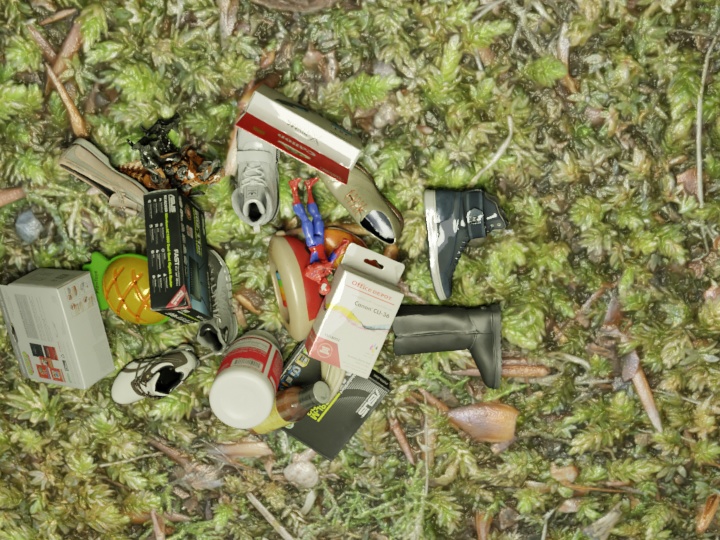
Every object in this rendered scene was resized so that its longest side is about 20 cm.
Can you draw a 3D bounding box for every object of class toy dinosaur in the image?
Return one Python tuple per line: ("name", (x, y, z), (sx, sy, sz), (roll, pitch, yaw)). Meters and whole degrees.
("toy dinosaur", (-0.334, -0.178, 1.410), (0.198, 0.103, 0.137), (-14, 125, 3))

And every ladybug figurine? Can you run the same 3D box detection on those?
("ladybug figurine", (-0.112, 0.024, 1.462), (0.071, 0.136, 0.202), (-16, 108, -16))

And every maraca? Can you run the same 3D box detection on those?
("maraca", (-0.417, 0.031, 1.487), (0.198, 0.107, 0.139), (10, 111, 19))

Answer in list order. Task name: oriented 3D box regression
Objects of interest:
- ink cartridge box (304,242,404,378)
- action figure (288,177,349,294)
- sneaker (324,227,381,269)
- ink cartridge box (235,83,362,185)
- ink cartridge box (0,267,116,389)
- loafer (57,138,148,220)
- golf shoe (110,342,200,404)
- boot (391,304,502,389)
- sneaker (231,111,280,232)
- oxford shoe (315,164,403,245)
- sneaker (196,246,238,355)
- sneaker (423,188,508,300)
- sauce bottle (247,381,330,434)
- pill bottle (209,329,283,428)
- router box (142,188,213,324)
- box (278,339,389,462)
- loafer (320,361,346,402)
("ink cartridge box", (-0.004, 0.067, 1.410), (0.116, 0.068, 0.202), (21, 97, -13))
("action figure", (-0.062, -0.061, 1.386), (0.098, 0.065, 0.202), (-10, 88, 47))
("sneaker", (0.000, 0.000, 1.470), (0.200, 0.077, 0.073), (43, 106, -13))
("ink cartridge box", (-0.093, -0.224, 1.335), (0.199, 0.176, 0.045), (28, 110, -9))
("ink cartridge box", (-0.563, 0.103, 1.515), (0.174, 0.084, 0.202), (4, 114, 29))
("loafer", (-0.435, -0.141, 1.430), (0.200, 0.063, 0.072), (42, 147, -8))
("golf shoe", (-0.401, 0.207, 1.557), (0.199, 0.095, 0.078), (-30, 108, 14))
("boot", (0.158, 0.145, 1.524), (0.198, 0.066, 0.167), (-4, 102, 0))
("sneaker", (-0.177, -0.165, 1.393), (0.074, 0.115, 0.202), (-2, 111, 3))
("oxford shoe", (0.000, -0.124, 1.423), (0.200, 0.074, 0.071), (40, 110, -11))
("sneaker", (-0.270, 0.061, 1.483), (0.074, 0.116, 0.202), (-12, 110, 7))
("sneaker", (0.189, -0.046, 1.445), (0.145, 0.077, 0.204), (-4, 110, 6))
("sauce bottle", (-0.133, 0.248, 1.490), (0.199, 0.066, 0.066), (-26, 110, 42))
("pill bottle", (-0.199, 0.187, 1.483), (0.111, 0.200, 0.113), (1, 111, 2))
("router box", (-0.306, -0.020, 1.390), (0.061, 0.150, 0.202), (-8, 78, 5))
("box", (-0.076, 0.242, 1.581), (0.192, 0.048, 0.201), (36, 108, -7))
("loafer", (-0.050, 0.140, 1.491), (0.068, 0.076, 0.202), (17, 91, -4))
